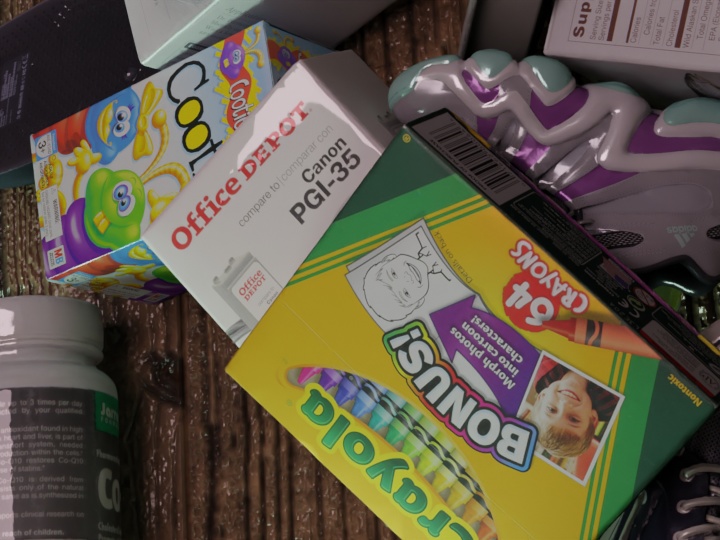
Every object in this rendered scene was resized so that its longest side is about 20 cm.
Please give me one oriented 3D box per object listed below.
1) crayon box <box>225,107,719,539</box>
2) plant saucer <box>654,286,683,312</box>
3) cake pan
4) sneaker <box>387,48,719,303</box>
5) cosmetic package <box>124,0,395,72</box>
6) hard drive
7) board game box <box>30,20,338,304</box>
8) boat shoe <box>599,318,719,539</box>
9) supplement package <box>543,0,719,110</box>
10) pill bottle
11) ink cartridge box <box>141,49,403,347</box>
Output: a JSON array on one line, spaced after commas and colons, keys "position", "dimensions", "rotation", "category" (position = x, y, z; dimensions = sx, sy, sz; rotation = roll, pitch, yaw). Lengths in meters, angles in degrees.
[{"position": [0.057, 0.051, 0.968], "dimensions": [0.200, 0.058, 0.173], "rotation": [43, 117, 11], "category": "crayon box"}, {"position": [0.103, -0.001, 1.108], "dimensions": [0.200, 0.031, 0.200], "rotation": [-8, 76, 35], "category": "plant saucer"}, {"position": [0.097, -0.193, 1.069], "dimensions": [0.037, 0.200, 0.201], "rotation": [17, 90, 5], "category": "cake pan"}, {"position": [0.103, -0.031, 1.005], "dimensions": [0.200, 0.078, 0.140], "rotation": [10, 74, 6], "category": "sneaker"}, {"position": [-0.055, -0.249, 1.211], "dimensions": [0.200, 0.123, 0.200], "rotation": [-34, 61, 35], "category": "cosmetic package"}, {"position": [-0.196, -0.131, 1.343], "dimensions": [0.200, 0.042, 0.135], "rotation": [-19, 57, 35], "category": "hard drive"}, {"position": [-0.097, -0.062, 1.227], "dimensions": [0.200, 0.105, 0.103], "rotation": [-22, 68, 33], "category": "board game box"}, {"position": [0.175, 0.125, 0.978], "dimensions": [0.093, 0.075, 0.200], "rotation": [-120, 50, -67], "category": "boat shoe"}, {"position": [0.216, -0.141, 0.997], "dimensions": [0.200, 0.117, 0.118], "rotation": [11, 87, 39], "category": "supplement package"}, {"position": [-0.213, 0.124, 1.268], "dimensions": [0.113, 0.113, 0.200], "rotation": [-14, 72, 34], "category": "pill bottle"}, {"position": [0.000, 0.000, 1.069], "dimensions": [0.200, 0.083, 0.147], "rotation": [47, 112, 7], "category": "ink cartridge box"}]
